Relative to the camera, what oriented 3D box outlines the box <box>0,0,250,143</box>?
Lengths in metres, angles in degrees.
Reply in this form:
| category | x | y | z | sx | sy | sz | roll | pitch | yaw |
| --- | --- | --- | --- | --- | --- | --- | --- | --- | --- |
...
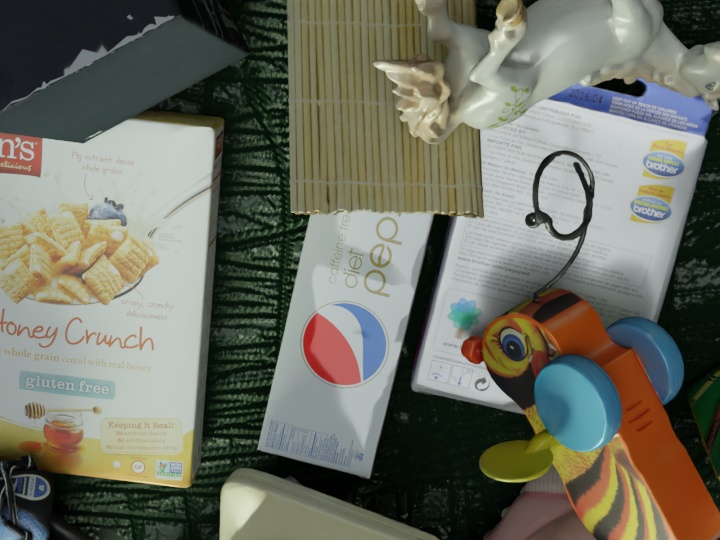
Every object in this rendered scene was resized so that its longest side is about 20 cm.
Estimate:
| category | x | y | z | sx | sy | sz | roll | pitch | yaw |
| --- | --- | --- | --- | --- | --- | --- | --- | --- | --- |
| box | -0.147 | -0.164 | 0.837 | 0.104 | 0.200 | 0.183 | -26 | 91 | 6 |

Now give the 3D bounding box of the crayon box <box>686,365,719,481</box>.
| category | x | y | z | sx | sy | sz | roll | pitch | yaw |
| --- | --- | --- | --- | --- | --- | --- | --- | --- | --- |
| crayon box | 0.252 | 0.143 | 0.940 | 0.058 | 0.119 | 0.200 | -35 | 102 | 11 |

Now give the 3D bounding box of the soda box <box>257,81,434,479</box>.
| category | x | y | z | sx | sy | sz | roll | pitch | yaw |
| --- | --- | --- | --- | --- | --- | --- | --- | --- | --- |
| soda box | 0.000 | 0.000 | 0.952 | 0.063 | 0.068 | 0.202 | 14 | 105 | 2 |

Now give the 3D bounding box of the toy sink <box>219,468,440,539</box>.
| category | x | y | z | sx | sy | sz | roll | pitch | yaw |
| --- | --- | --- | --- | --- | --- | --- | --- | --- | --- |
| toy sink | -0.038 | 0.225 | 0.924 | 0.130 | 0.112 | 0.201 | 18 | 125 | 19 |

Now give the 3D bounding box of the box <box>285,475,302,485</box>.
| category | x | y | z | sx | sy | sz | roll | pitch | yaw |
| --- | --- | --- | --- | --- | --- | --- | --- | --- | --- |
| box | -0.096 | 0.199 | 1.023 | 0.039 | 0.041 | 0.200 | 44 | 104 | -7 |

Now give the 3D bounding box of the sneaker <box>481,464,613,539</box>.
| category | x | y | z | sx | sy | sz | roll | pitch | yaw |
| --- | --- | --- | --- | --- | --- | --- | --- | --- | --- |
| sneaker | 0.088 | 0.169 | 0.995 | 0.075 | 0.105 | 0.200 | 40 | 133 | -15 |

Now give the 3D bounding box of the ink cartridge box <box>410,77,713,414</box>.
| category | x | y | z | sx | sy | sz | roll | pitch | yaw |
| --- | --- | --- | --- | --- | --- | --- | --- | --- | --- |
| ink cartridge box | 0.106 | -0.022 | 0.954 | 0.118 | 0.042 | 0.201 | 13 | 107 | -1 |

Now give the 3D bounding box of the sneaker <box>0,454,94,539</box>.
| category | x | y | z | sx | sy | sz | roll | pitch | yaw |
| --- | --- | --- | --- | --- | --- | --- | --- | --- | --- |
| sneaker | -0.209 | 0.118 | 0.959 | 0.089 | 0.079 | 0.200 | -26 | 134 | 21 |

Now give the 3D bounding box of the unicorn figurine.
| category | x | y | z | sx | sy | sz | roll | pitch | yaw |
| --- | --- | --- | --- | --- | --- | --- | --- | --- | --- |
| unicorn figurine | 0.105 | -0.111 | 0.852 | 0.198 | 0.074 | 0.138 | -13 | 147 | 3 |

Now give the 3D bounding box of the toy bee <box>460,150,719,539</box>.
| category | x | y | z | sx | sy | sz | roll | pitch | yaw |
| --- | --- | --- | --- | --- | --- | --- | --- | --- | --- |
| toy bee | 0.107 | 0.051 | 0.909 | 0.130 | 0.108 | 0.202 | 0 | 82 | -36 |

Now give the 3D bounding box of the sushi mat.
| category | x | y | z | sx | sy | sz | roll | pitch | yaw |
| --- | --- | --- | --- | --- | --- | --- | --- | --- | --- |
| sushi mat | 0.011 | -0.123 | 0.899 | 0.095 | 0.012 | 0.202 | -1 | 75 | -2 |

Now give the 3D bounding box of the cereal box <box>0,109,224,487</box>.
| category | x | y | z | sx | sy | sz | roll | pitch | yaw |
| --- | --- | --- | --- | --- | --- | --- | --- | --- | --- |
| cereal box | -0.151 | 0.010 | 0.979 | 0.143 | 0.040 | 0.202 | 5 | 105 | 4 |
